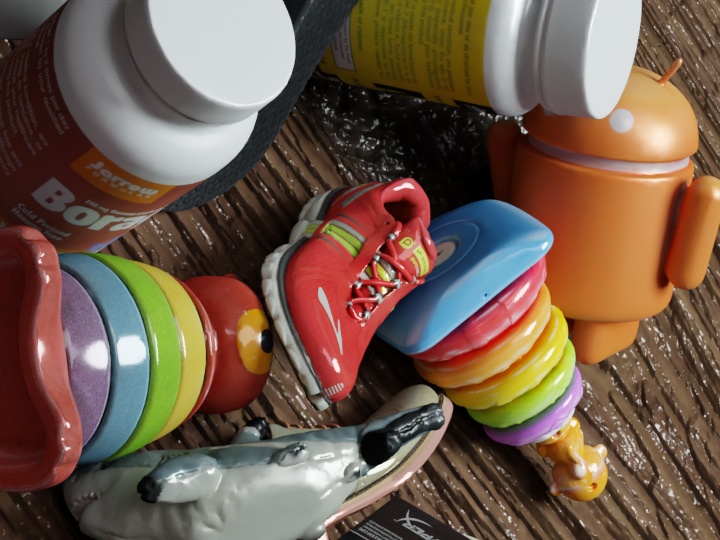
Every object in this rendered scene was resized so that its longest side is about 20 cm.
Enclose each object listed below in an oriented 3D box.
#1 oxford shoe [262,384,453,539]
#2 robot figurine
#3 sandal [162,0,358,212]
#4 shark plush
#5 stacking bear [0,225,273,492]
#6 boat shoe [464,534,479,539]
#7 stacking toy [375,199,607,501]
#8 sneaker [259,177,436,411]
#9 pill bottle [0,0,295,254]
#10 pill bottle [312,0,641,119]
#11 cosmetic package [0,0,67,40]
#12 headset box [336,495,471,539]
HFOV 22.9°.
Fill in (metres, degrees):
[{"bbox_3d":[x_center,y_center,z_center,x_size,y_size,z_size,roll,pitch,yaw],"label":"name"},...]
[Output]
[{"bbox_3d":[-0.022,0.107,0.995,0.200,0.071,0.074,-36,90,-44],"label":"oxford shoe"},{"bbox_3d":[0.150,-0.045,1.136,0.115,0.144,0.202,1,110,-17],"label":"robot figurine"},{"bbox_3d":[-0.059,-0.120,1.020,0.045,0.201,0.075,36,2,19],"label":"sandal"},{"bbox_3d":[-0.052,0.094,0.919,0.199,0.083,0.091,-27,122,-12],"label":"shark plush"},{"bbox_3d":[-0.121,0.042,0.914,0.199,0.113,0.123,-3,83,-52],"label":"stacking bear"},{"bbox_3d":[0.006,0.198,0.986,0.199,0.071,0.063,-15,124,-45],"label":"boat shoe"},{"bbox_3d":[0.097,0.064,1.092,0.116,0.110,0.201,-38,113,-7],"label":"stacking toy"},{"bbox_3d":[0.000,0.000,1.001,0.201,0.084,0.077,-75,143,-57],"label":"sneaker"},{"bbox_3d":[-0.123,-0.083,0.900,0.111,0.199,0.113,16,62,-33],"label":"pill bottle"},{"bbox_3d":[0.060,-0.156,1.071,0.114,0.198,0.115,-42,139,-51],"label":"pill bottle"},{"bbox_3d":[-0.157,-0.185,0.970,0.199,0.091,0.107,-5,45,-37],"label":"cosmetic package"},{"bbox_3d":[-0.018,0.232,0.875,0.199,0.075,0.150,-33,127,-29],"label":"headset box"}]
